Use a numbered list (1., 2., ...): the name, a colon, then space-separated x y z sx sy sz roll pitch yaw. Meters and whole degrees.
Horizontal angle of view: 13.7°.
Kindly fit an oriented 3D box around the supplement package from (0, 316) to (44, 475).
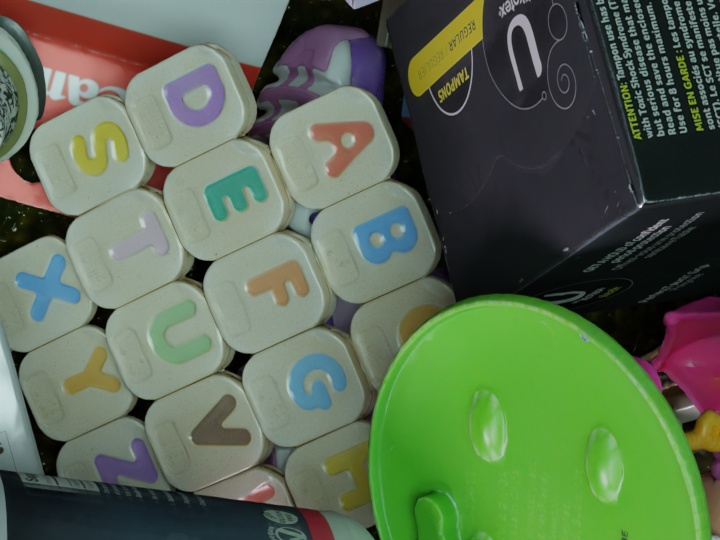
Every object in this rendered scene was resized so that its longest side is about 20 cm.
1. supplement package: -0.181 0.104 1.171 0.120 0.121 0.200 -16 99 -10

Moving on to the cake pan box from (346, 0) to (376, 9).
1. cake pan box: 0.027 -0.202 1.138 0.200 0.052 0.184 -23 56 -20

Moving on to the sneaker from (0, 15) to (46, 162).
1. sneaker: -0.220 -0.046 1.154 0.200 0.089 0.077 -19 108 1

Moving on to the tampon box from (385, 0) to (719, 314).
1. tampon box: 0.136 -0.070 1.077 0.200 0.150 0.126 -8 76 -25

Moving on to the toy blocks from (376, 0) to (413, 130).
1. toy blocks: 0.080 -0.084 1.201 0.200 0.100 0.137 7 95 -37

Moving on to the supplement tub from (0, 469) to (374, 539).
1. supplement tub: -0.098 0.144 1.060 0.200 0.140 0.140 8 95 -15

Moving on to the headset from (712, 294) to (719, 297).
1. headset: 0.228 -0.045 1.248 0.200 0.094 0.124 -21 134 -7

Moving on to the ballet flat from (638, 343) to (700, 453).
1. ballet flat: 0.132 0.062 1.221 0.200 0.065 0.071 -27 140 18

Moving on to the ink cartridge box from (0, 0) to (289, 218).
1. ink cartridge box: -0.107 -0.122 1.196 0.162 0.050 0.200 16 90 -11

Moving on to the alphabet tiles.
1. alphabet tiles: -0.056 0.018 1.179 0.195 0.015 0.200 -24 88 25

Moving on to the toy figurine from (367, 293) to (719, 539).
1. toy figurine: 0.118 0.088 1.090 0.184 0.150 0.200 -17 113 -45

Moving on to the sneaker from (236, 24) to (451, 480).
1. sneaker: 0.000 0.000 1.220 0.088 0.080 0.200 0 101 -17
